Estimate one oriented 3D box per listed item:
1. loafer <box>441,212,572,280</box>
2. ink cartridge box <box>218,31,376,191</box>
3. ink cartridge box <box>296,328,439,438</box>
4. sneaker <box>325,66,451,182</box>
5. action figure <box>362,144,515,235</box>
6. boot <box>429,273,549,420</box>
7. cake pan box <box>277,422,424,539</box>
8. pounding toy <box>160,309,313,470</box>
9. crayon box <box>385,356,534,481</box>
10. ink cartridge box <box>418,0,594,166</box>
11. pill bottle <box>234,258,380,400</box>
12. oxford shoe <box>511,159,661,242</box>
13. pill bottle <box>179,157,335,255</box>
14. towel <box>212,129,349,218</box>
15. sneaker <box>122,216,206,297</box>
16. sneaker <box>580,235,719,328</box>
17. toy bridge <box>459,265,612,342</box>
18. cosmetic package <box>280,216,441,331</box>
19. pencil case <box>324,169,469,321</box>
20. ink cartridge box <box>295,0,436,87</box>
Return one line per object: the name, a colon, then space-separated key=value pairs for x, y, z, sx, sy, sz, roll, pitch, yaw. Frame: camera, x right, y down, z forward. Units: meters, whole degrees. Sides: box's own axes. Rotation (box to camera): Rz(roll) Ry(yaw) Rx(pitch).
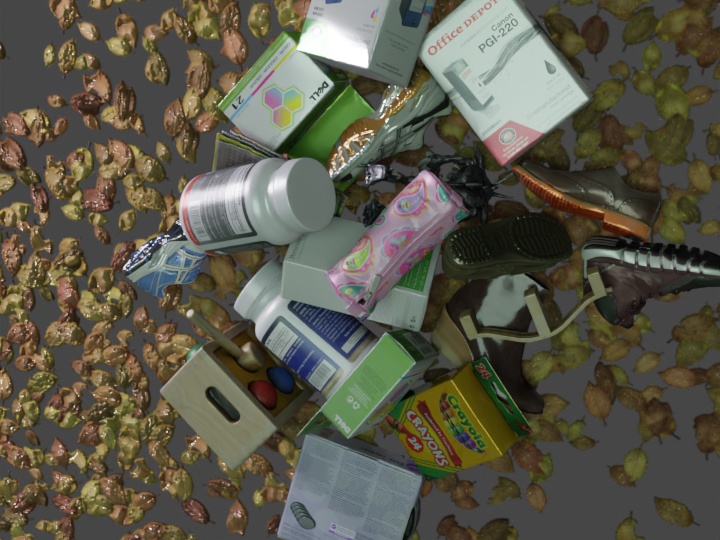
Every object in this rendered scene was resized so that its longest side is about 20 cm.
loafer: x=0.188 y=-0.029 z=1.327 sx=0.067 sy=0.199 sz=0.076 roll=136 pitch=126 yaw=-58
ink cartridge box: x=-0.071 y=-0.209 z=1.394 sx=0.200 sy=0.076 sz=0.148 roll=47 pitch=110 yaw=4
ink cartridge box: x=0.012 y=0.171 z=1.376 sx=0.059 sy=0.104 sz=0.200 roll=45 pitch=107 yaw=16
sneaker: x=0.041 y=-0.177 z=1.353 sx=0.088 sy=0.076 sz=0.200 roll=30 pitch=120 yaw=-36
action figure: x=0.102 y=-0.107 z=1.355 sx=0.199 sy=0.102 sz=0.120 roll=-2 pitch=88 yaw=-13
boot: x=0.207 y=0.091 z=1.378 sx=0.200 sy=0.072 sz=0.167 roll=40 pitch=112 yaw=9
cake pan box: x=-0.010 y=0.349 z=1.511 sx=0.199 sy=0.052 sz=0.185 roll=18 pitch=108 yaw=12
pounding toy: x=-0.182 y=0.152 z=1.448 sx=0.200 sy=0.184 sz=0.142 roll=47 pitch=110 yaw=3
crayon box: x=0.130 y=0.209 z=1.393 sx=0.127 sy=0.051 sz=0.200 roll=56 pitch=138 yaw=0
ink cartridge box: x=0.185 y=-0.258 z=1.304 sx=0.145 sy=0.085 sz=0.200 roll=-38 pitch=87 yaw=20
pill bottle: x=-0.077 y=0.083 z=1.438 sx=0.200 sy=0.116 sz=0.116 roll=41 pitch=110 yaw=5
oxford shoe: x=0.296 y=-0.108 z=1.321 sx=0.199 sy=0.071 sz=0.073 roll=25 pitch=88 yaw=5
pill bottle: x=-0.137 y=-0.086 z=1.338 sx=0.199 sy=0.116 sz=0.116 roll=-7 pitch=100 yaw=39
towel: x=-0.122 y=-0.109 z=1.417 sx=0.199 sy=0.023 sz=0.144 roll=29 pitch=143 yaw=1
sneaker: x=-0.257 y=-0.032 z=1.501 sx=0.200 sy=0.076 sz=0.077 roll=-31 pitch=118 yaw=18
sneaker: x=0.386 y=0.026 z=1.319 sx=0.199 sy=0.076 sz=0.116 roll=11 pitch=110 yaw=25
toy bridge: x=0.235 y=0.056 z=1.326 sx=0.199 sy=0.027 sz=0.067 roll=-19 pitch=106 yaw=17
cosmetic package: x=0.000 y=0.000 z=1.377 sx=0.199 sy=0.108 sz=0.085 roll=14 pitch=140 yaw=3
pencil case: x=0.045 y=-0.032 z=1.266 sx=0.087 sy=0.087 sz=0.200 roll=44 pitch=93 yaw=3
ink cartridge box: x=0.018 y=-0.354 z=1.289 sx=0.145 sy=0.087 sz=0.201 roll=26 pitch=98 yaw=41
